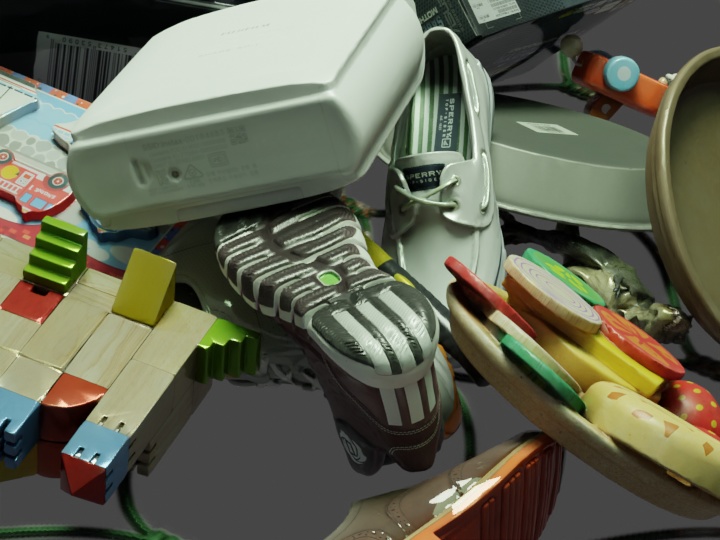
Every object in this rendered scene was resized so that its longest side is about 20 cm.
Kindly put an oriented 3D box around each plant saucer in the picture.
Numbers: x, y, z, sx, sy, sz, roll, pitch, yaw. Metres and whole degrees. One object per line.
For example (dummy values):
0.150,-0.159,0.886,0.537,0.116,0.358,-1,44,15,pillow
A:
0.229,-0.031,1.581,0.029,0.201,0.200,-21,5,42,plant saucer

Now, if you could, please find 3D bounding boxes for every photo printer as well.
-0.055,-0.097,1.494,0.166,0.070,0.200,-10,21,19,photo printer

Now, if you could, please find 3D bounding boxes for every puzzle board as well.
-0.193,-0.047,1.558,0.199,0.017,0.151,23,56,23,puzzle board

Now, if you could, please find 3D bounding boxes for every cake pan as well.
0.108,-0.071,1.676,0.199,0.037,0.200,12,14,-3,cake pan

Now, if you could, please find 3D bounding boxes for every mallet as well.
0.000,0.000,1.497,0.066,0.041,0.200,-29,57,-14,mallet

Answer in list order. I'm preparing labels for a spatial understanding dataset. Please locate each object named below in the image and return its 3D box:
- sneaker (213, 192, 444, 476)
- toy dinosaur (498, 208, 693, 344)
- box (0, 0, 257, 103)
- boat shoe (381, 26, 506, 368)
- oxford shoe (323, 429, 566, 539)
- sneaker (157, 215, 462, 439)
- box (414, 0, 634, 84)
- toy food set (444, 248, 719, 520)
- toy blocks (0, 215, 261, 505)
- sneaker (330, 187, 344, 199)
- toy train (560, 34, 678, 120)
-0.014,0.042,1.396,0.075,0.116,0.200,-21,31,-12,sneaker
0.125,0.000,1.606,0.088,0.048,0.200,5,25,-21,toy dinosaur
-0.153,-0.166,1.729,0.199,0.124,0.197,10,30,-1,box
0.040,-0.044,1.546,0.073,0.067,0.201,-10,59,14,boat shoe
0.034,0.121,1.336,0.072,0.072,0.200,20,30,29,oxford shoe
-0.035,0.042,1.472,0.200,0.076,0.092,36,65,26,sneaker
0.083,-0.158,1.763,0.200,0.157,0.051,-21,83,-43,box
0.124,0.057,1.413,0.198,0.049,0.200,37,12,7,toy food set
-0.170,0.056,1.382,0.199,0.100,0.137,20,42,14,toy blocks
-0.041,-0.051,1.624,0.075,0.105,0.201,18,60,7,sneaker
0.204,-0.090,1.733,0.150,0.056,0.200,23,4,-17,toy train
